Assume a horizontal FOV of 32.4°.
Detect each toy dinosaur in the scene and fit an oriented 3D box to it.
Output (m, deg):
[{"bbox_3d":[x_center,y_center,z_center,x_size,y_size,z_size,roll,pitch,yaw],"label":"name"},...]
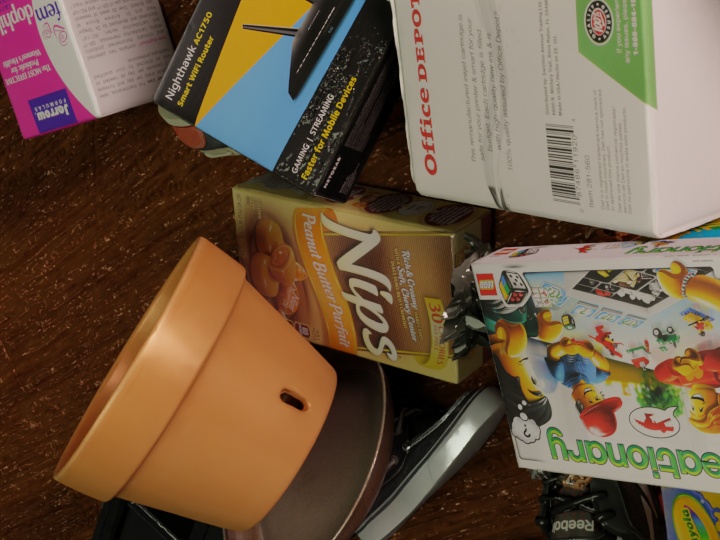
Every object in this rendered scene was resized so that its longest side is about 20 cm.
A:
[{"bbox_3d":[0.126,0.031,0.783,0.135,0.201,0.102,9,148,12],"label":"toy dinosaur"}]

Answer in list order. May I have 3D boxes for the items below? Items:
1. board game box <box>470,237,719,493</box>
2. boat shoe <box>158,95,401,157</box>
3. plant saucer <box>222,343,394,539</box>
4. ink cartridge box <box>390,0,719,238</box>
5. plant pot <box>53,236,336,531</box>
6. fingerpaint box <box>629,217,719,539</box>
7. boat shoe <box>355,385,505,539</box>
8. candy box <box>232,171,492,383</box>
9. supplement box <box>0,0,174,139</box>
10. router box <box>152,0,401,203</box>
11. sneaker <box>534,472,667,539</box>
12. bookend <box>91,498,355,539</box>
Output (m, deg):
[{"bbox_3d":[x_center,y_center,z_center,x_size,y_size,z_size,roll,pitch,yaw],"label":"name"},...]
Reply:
[{"bbox_3d":[0.153,0.048,0.644,0.200,0.035,0.127,-2,106,49],"label":"board game box"},{"bbox_3d":[-0.054,-0.118,0.901,0.199,0.071,0.063,-3,146,30],"label":"boat shoe"},{"bbox_3d":[-0.036,0.146,0.946,0.032,0.201,0.200,30,140,-30],"label":"plant saucer"},{"bbox_3d":[0.114,-0.110,0.705,0.200,0.084,0.147,17,119,52],"label":"ink cartridge box"},{"bbox_3d":[-0.110,0.097,0.897,0.140,0.200,0.200,33,130,-10],"label":"plant pot"},{"bbox_3d":[0.239,0.074,0.647,0.167,0.073,0.201,5,112,47],"label":"fingerpaint box"},{"bbox_3d":[0.039,0.137,0.935,0.068,0.072,0.200,47,136,12],"label":"boat shoe"},{"bbox_3d":[0.000,0.000,0.912,0.199,0.055,0.116,14,119,34],"label":"candy box"},{"bbox_3d":[-0.231,-0.217,0.972,0.101,0.103,0.201,-9,105,39],"label":"supplement box"},{"bbox_3d":[-0.032,-0.166,0.819,0.149,0.051,0.201,31,99,25],"label":"router box"},{"bbox_3d":[0.154,0.132,0.820,0.071,0.098,0.201,-15,96,42],"label":"sneaker"},{"bbox_3d":[-0.129,0.244,1.091,0.199,0.092,0.200,38,128,19],"label":"bookend"}]
